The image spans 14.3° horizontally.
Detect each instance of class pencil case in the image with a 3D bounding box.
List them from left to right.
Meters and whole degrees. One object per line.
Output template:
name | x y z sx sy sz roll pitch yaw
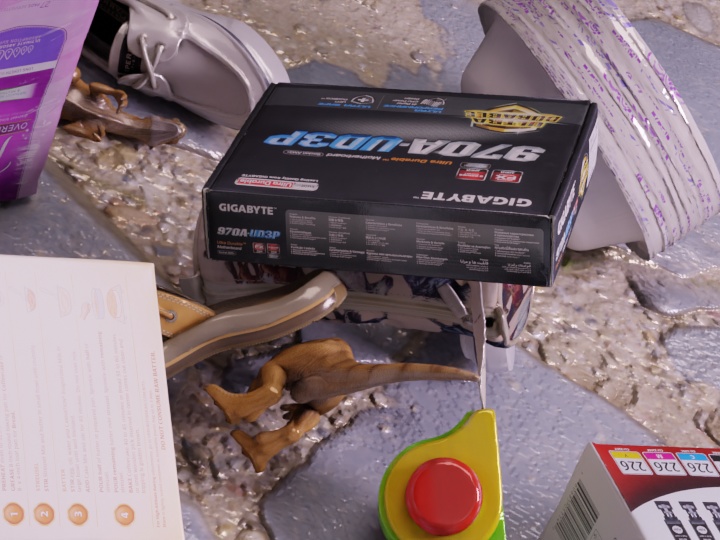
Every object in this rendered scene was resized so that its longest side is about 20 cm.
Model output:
pencil case | 0.000 0.000 1.663 0.199 0.078 0.090 4 23 11

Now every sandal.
sandal | -0.106 0.026 1.571 0.199 0.054 0.080 -19 10 -7

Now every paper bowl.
paper bowl | 0.140 -0.095 1.860 0.104 0.201 0.201 -35 52 -3

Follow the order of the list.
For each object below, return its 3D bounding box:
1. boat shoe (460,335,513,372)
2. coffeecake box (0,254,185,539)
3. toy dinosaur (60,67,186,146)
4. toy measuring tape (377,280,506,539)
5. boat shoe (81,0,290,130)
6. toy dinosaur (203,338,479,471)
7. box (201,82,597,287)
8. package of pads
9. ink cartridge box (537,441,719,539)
boat shoe | 0.054 -0.014 1.771 0.065 0.072 0.201 -10 49 2
coffeecake box | -0.199 0.074 1.440 0.199 0.073 0.154 4 67 -28
toy dinosaur | -0.205 -0.123 1.799 0.200 0.061 0.106 36 16 3
toy measuring tape | 0.040 0.090 1.574 0.073 0.074 0.201 3 73 -28
boat shoe | -0.135 -0.145 1.846 0.200 0.072 0.066 37 38 22
toy dinosaur | -0.023 0.058 1.556 0.061 0.106 0.200 57 -12 -12
box | 0.026 -0.052 1.624 0.199 0.046 0.159 5 27 13
package of pads | -0.224 -0.126 1.646 0.120 0.201 0.076 -10 50 -35
ink cartridge box | 0.227 0.185 1.587 0.199 0.084 0.176 3 38 -29
